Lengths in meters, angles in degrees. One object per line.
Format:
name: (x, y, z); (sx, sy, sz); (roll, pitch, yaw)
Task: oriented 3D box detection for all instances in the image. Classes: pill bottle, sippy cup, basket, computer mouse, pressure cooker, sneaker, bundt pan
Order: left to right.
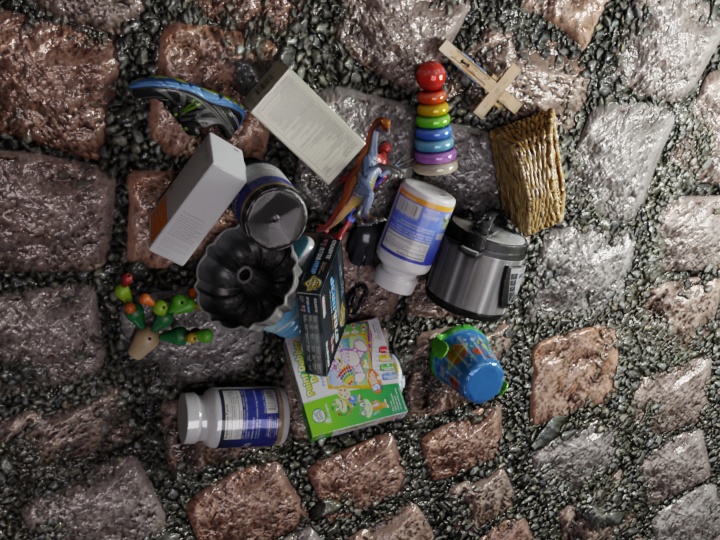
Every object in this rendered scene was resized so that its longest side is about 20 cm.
sneaker: (-0.286, -0.267, 1.573); (0.198, 0.071, 0.084); (15, 101, -30)
pill bottle: (-0.243, 0.279, 1.819); (0.197, 0.116, 0.117); (2, 113, -22)
bundt pan: (-0.190, 0.020, 1.687); (0.202, 0.202, 0.076); (-42, 152, 2)
pill bottle: (-0.166, -0.121, 1.613); (0.110, 0.200, 0.113); (-8, 116, -18)
sneaker: (-0.118, 0.038, 1.782); (0.130, 0.080, 0.201); (29, 103, -34)
computer mouse: (0.000, 0.000, 1.834); (0.058, 0.034, 0.202); (-3, 115, -21)
pill bottle: (0.096, -0.061, 1.797); (0.111, 0.112, 0.202); (11, 109, -26)
sippy cup: (0.227, 0.201, 1.962); (0.176, 0.130, 0.141); (-5, 116, -20)
pressure cooker: (0.226, -0.023, 1.831); (0.177, 0.176, 0.202); (9, 109, -23)
basket: (0.350, -0.187, 1.822); (0.147, 0.143, 0.202); (-20, 120, -11)

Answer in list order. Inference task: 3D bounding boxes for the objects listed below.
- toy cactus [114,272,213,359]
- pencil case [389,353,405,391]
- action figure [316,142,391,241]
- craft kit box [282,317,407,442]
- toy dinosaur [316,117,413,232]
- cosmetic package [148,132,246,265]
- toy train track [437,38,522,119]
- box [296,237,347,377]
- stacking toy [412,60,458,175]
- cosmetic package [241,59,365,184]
toy cactus: (-0.367, 0.090, 1.710); (0.199, 0.103, 0.165); (25, 121, -32)
pencil case: (-0.013, 0.225, 1.900); (0.198, 0.091, 0.084); (-12, 105, -18)
action figure: (-0.004, -0.152, 1.753); (0.065, 0.052, 0.201); (35, 93, -36)
craft kit box: (-0.031, 0.207, 1.836); (0.195, 0.202, 0.049); (-13, 159, -14)
toy dinosaur: (0.009, -0.173, 1.681); (0.197, 0.105, 0.184); (-9, 89, -8)
cosmetic package: (-0.277, -0.119, 1.601); (0.071, 0.102, 0.200); (27, 116, -30)
toy train track: (0.219, -0.360, 1.758); (0.199, 0.033, 0.115); (34, 105, -25)
box: (-0.068, 0.067, 1.747); (0.045, 0.160, 0.202); (6, 129, 12)
stacking toy: (0.134, -0.280, 1.737); (0.084, 0.085, 0.203); (-10, 111, -17)
cosmetic package: (-0.098, -0.256, 1.652); (0.104, 0.073, 0.200); (-46, 122, 3)
